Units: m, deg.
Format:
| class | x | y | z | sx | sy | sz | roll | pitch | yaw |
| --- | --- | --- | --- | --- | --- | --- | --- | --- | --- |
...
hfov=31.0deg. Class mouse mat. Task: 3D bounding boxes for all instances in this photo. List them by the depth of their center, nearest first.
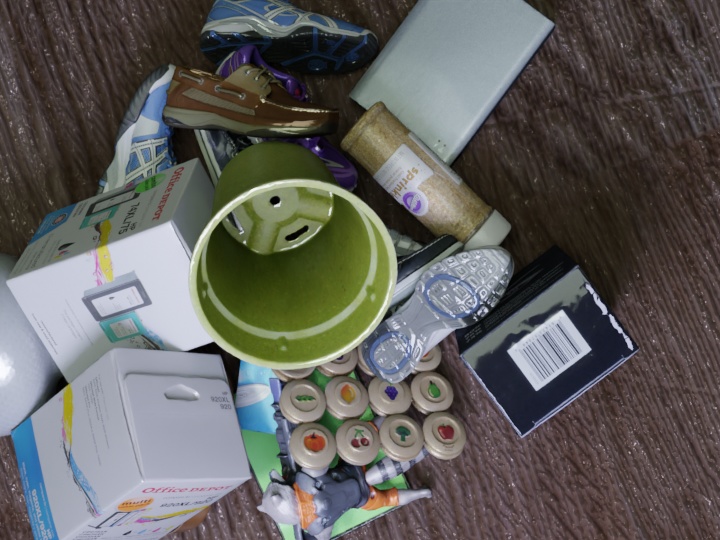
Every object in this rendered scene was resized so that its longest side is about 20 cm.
| class | x | y | z | sx | sy | sz | roll | pitch | yaw |
| --- | --- | --- | --- | --- | --- | --- | --- | --- | --- |
| mouse mat | -0.050 | 0.199 | 1.455 | 0.159 | 0.008 | 0.202 | -26 | 85 | 7 |

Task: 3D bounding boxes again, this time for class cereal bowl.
| class | x | y | z | sx | sy | sz | roll | pitch | yaw |
| --- | --- | --- | --- | --- | --- | --- | --- | --- | --- |
| cereal bowl | -0.372 | 0.076 | 1.420 | 0.082 | 0.200 | 0.203 | -9 | 87 | -9 |

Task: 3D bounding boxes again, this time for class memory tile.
| class | x | y | z | sx | sy | sz | roll | pitch | yaw |
| --- | --- | --- | --- | --- | --- | --- | --- | --- | --- |
| memory tile | 0.008 | 0.133 | 1.372 | 0.197 | 0.017 | 0.155 | -2 | 57 | -21 |

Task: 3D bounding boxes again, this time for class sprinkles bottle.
| class | x | y | z | sx | sy | sz | roll | pitch | yaw |
| --- | --- | --- | --- | --- | --- | --- | --- | --- | --- |
| sprinkles bottle | 0.070 | -0.091 | 1.395 | 0.200 | 0.068 | 0.068 | 44 | 95 | -1 |

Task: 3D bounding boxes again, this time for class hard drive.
| class | x | y | z | sx | sy | sz | roll | pitch | yaw |
| --- | --- | --- | --- | --- | --- | --- | --- | --- | --- |
| hard drive | 0.101 | -0.230 | 1.432 | 0.139 | 0.033 | 0.201 | 38 | 94 | 8 |

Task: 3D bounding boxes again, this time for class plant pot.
| class | x | y | z | sx | sy | sz | roll | pitch | yaw |
| --- | --- | --- | --- | --- | --- | --- | --- | --- | --- |
| plant pot | -0.076 | -0.036 | 1.294 | 0.197 | 0.185 | 0.203 | -4 | 119 | -8 |

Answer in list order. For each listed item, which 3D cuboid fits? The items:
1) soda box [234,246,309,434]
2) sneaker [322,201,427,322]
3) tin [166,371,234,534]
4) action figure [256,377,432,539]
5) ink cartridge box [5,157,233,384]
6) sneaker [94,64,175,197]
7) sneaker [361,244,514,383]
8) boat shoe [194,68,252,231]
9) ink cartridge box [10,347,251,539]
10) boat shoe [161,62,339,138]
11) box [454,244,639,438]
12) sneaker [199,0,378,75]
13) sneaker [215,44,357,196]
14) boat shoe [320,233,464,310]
| class | x | y | z | sx | sy | sz | roll | pitch | yaw |
| --- | --- | --- | --- | --- | --- | --- | --- | --- | --- |
| soda box | -0.092 | 0.077 | 1.432 | 0.067 | 0.064 | 0.203 | 7 | 88 | 9 |
| sneaker | 0.000 | 0.000 | 1.421 | 0.198 | 0.075 | 0.117 | 25 | 94 | 8 |
| tin | -0.195 | 0.192 | 1.431 | 0.111 | 0.042 | 0.203 | 24 | 102 | 47 |
| action figure | -0.026 | 0.200 | 1.368 | 0.192 | 0.104 | 0.202 | -23 | 102 | -30 |
| ink cartridge box | -0.238 | 0.002 | 1.380 | 0.198 | 0.147 | 0.147 | -18 | 117 | 16 |
| sneaker | -0.235 | -0.132 | 1.459 | 0.076 | 0.076 | 0.202 | 21 | 101 | 3 |
| sneaker | 0.083 | 0.034 | 1.340 | 0.200 | 0.087 | 0.075 | -39 | 90 | 31 |
| boat shoe | -0.143 | -0.132 | 1.449 | 0.062 | 0.075 | 0.202 | -20 | 90 | 2 |
| ink cartridge box | -0.239 | 0.190 | 1.348 | 0.199 | 0.146 | 0.146 | -37 | 61 | 35 |
| boat shoe | -0.118 | -0.178 | 1.349 | 0.197 | 0.076 | 0.075 | 8 | 98 | 19 |
| box | 0.183 | 0.066 | 1.322 | 0.147 | 0.200 | 0.105 | -37 | 94 | 7 |
| sneaker | -0.077 | -0.269 | 1.439 | 0.197 | 0.076 | 0.078 | 6 | 58 | -5 |
| sneaker | -0.076 | -0.160 | 1.402 | 0.200 | 0.081 | 0.083 | 44 | 126 | 0 |
| boat shoe | 0.017 | 0.015 | 1.356 | 0.199 | 0.076 | 0.061 | -35 | 75 | -6 |
